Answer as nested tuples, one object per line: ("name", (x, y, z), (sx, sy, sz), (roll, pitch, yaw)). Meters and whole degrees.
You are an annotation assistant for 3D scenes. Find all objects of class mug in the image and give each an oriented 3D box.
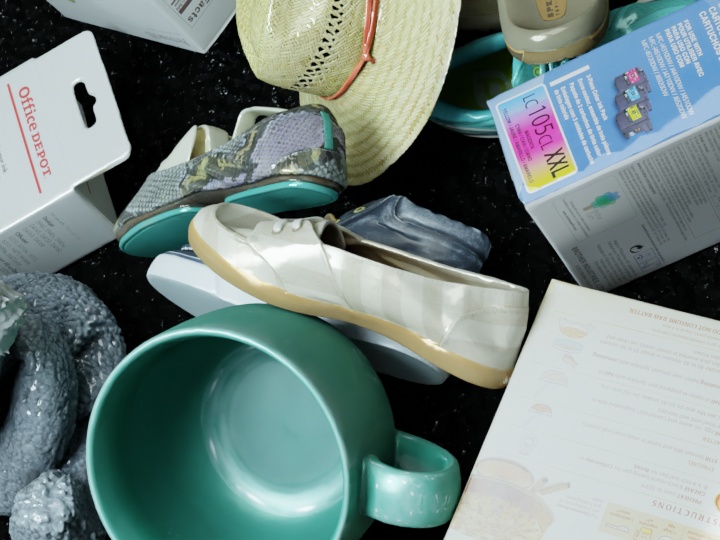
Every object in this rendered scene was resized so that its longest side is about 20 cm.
("mug", (-0.045, 0.105, 1.165), (0.185, 0.114, 0.152), (41, 110, 9))

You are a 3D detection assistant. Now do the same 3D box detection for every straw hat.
("straw hat", (-0.026, -0.149, 1.253), (0.201, 0.084, 0.203), (-20, 68, 60))

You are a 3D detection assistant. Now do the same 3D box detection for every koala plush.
("koala plush", (-0.237, 0.053, 1.238), (0.176, 0.200, 0.185), (7, 66, 28))

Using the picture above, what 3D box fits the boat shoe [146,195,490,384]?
("boat shoe", (-0.023, -0.001, 1.253), (0.199, 0.071, 0.091), (15, 70, 22))

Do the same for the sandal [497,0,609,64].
("sandal", (0.097, -0.196, 1.218), (0.080, 0.054, 0.201), (-18, 43, 11))

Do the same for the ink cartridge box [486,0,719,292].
("ink cartridge box", (0.185, -0.076, 1.152), (0.199, 0.136, 0.077), (-23, 62, 12))

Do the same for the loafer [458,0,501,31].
("loafer", (0.039, -0.204, 1.315), (0.199, 0.069, 0.075), (29, 40, 35))

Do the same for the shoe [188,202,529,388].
("shoe", (0.000, 0.000, 1.162), (0.199, 0.070, 0.054), (23, 111, 15))

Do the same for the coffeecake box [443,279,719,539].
("coffeecake box", (0.138, 0.123, 1.105), (0.152, 0.073, 0.201), (14, 70, 30))

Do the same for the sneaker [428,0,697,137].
("sneaker", (0.120, -0.110, 1.225), (0.198, 0.079, 0.078), (-11, 86, 26))

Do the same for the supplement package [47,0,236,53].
("supplement package", (-0.138, -0.243, 1.370), (0.156, 0.111, 0.199), (-55, 34, -10))

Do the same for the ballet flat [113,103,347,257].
("ballet flat", (-0.076, -0.058, 1.273), (0.200, 0.072, 0.073), (-16, 53, 48))

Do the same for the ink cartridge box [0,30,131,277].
("ink cartridge box", (-0.228, -0.051, 1.371), (0.199, 0.067, 0.116), (-28, 55, 9))
